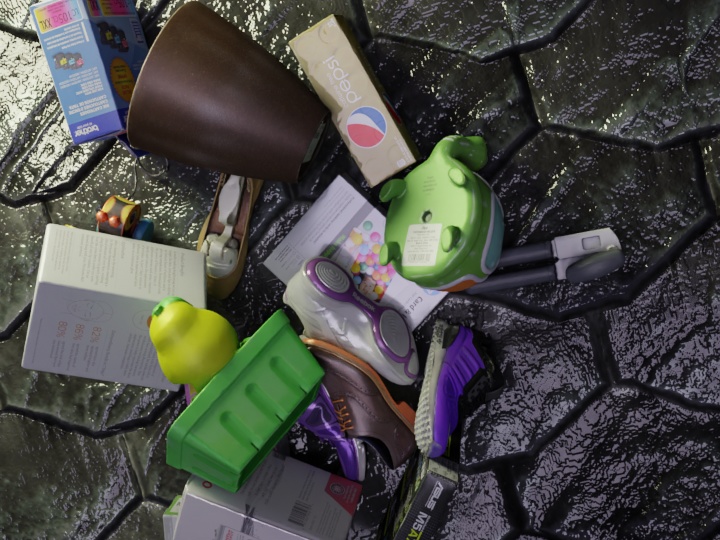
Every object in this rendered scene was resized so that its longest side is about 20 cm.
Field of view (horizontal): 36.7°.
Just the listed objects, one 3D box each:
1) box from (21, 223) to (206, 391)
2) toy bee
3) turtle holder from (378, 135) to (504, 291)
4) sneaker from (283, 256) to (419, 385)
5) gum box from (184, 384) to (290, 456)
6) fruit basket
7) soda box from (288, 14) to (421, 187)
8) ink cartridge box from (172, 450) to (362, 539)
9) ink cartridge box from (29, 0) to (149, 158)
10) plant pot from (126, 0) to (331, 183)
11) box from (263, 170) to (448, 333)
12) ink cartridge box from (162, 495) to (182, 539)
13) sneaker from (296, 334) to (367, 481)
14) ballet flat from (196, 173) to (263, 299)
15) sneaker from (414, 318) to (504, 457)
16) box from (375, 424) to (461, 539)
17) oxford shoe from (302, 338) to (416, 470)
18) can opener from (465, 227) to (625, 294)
[{"bbox_3d":[-0.303,0.048,1.340,0.198,0.107,0.153,11,130,-17],"label":"box"},{"bbox_3d":[-0.316,-0.053,1.379,0.129,0.109,0.202,0,103,11],"label":"toy bee"},{"bbox_3d":[0.102,-0.062,1.284,0.140,0.131,0.187,-33,53,28],"label":"turtle holder"},{"bbox_3d":[-0.010,0.070,1.340,0.200,0.075,0.100,44,133,-6],"label":"sneaker"},{"bbox_3d":[-0.158,0.215,1.429,0.112,0.066,0.202,-5,101,10],"label":"gum box"},{"bbox_3d":[-0.167,0.125,1.267,0.213,0.156,0.218,4,63,-9],"label":"fruit basket"},{"bbox_3d":[-0.005,-0.206,1.312,0.067,0.064,0.201,-28,96,15],"label":"soda box"},{"bbox_3d":[-0.111,0.295,1.328,0.198,0.147,0.084,20,114,3],"label":"ink cartridge box"},{"bbox_3d":[-0.309,-0.234,1.323,0.076,0.136,0.202,-12,100,18],"label":"ink cartridge box"},{"bbox_3d":[-0.141,-0.188,1.275,0.198,0.187,0.188,25,105,4],"label":"plant pot"},{"bbox_3d":[0.000,0.000,1.368,0.200,0.041,0.156,43,107,-2],"label":"box"},{"bbox_3d":[-0.162,0.369,1.462,0.198,0.059,0.105,2,107,10],"label":"ink cartridge box"},{"bbox_3d":[-0.052,0.183,1.392,0.083,0.081,0.201,-28,89,-1],"label":"sneaker"},{"bbox_3d":[-0.174,-0.054,1.375,0.068,0.063,0.202,16,105,7],"label":"ballet flat"},{"bbox_3d":[0.124,0.141,1.303,0.098,0.201,0.070,13,134,1],"label":"sneaker"},{"bbox_3d":[0.066,0.294,1.336,0.047,0.200,0.195,22,104,1],"label":"box"},{"bbox_3d":[-0.006,0.162,1.322,0.200,0.071,0.073,42,65,-11],"label":"oxford shoe"},{"bbox_3d":[0.219,-0.007,1.311,0.198,0.067,0.054,-11,100,12],"label":"can opener"}]
